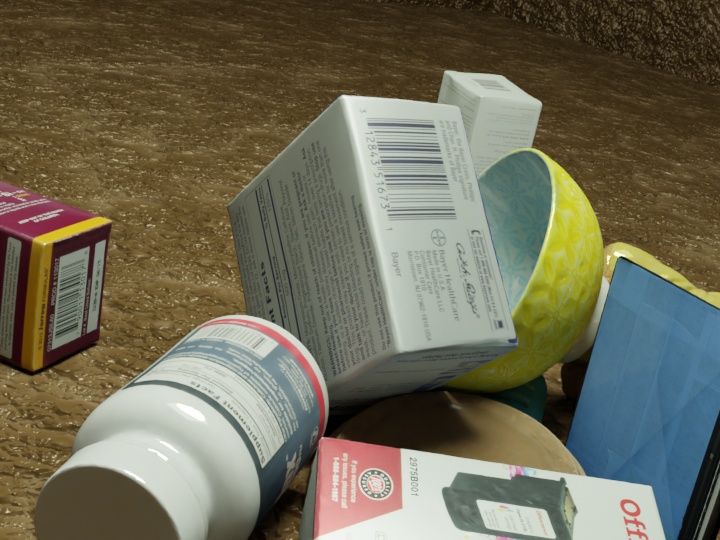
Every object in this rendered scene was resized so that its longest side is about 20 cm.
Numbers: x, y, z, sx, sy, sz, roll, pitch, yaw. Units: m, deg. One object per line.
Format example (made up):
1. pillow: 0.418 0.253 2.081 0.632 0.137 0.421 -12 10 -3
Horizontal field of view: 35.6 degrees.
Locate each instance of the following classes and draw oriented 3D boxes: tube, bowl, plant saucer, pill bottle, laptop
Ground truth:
1. tube: 0.103 0.134 0.848 0.077 0.051 0.200 5 23 15
2. bowl: 0.132 0.016 0.885 0.107 0.200 0.200 26 16 -19
3. plant saucer: 0.063 0.145 0.759 0.199 0.030 0.200 3 33 -2
4. pill bottle: -0.105 0.114 0.680 0.119 0.120 0.200 16 22 13
5. laptop: 0.180 0.117 0.722 0.116 0.188 0.200 17 22 18

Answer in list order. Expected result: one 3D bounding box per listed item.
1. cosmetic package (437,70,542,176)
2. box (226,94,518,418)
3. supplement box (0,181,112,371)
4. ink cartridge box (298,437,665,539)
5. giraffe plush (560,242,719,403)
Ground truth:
1. cosmetic package: 0.128 -0.115 1.280 0.081 0.201 0.113 2 25 -20
2. box: 0.000 0.000 0.824 0.105 0.185 0.200 -2 -18 -32
3. supplement box: -0.310 -0.011 0.907 0.199 0.111 0.086 19 22 20
4. ink cartridge box: 0.066 0.180 0.605 0.199 0.083 0.146 9 35 -6
5. giraffe plush: 0.252 0.088 0.892 0.199 0.173 0.162 -1 29 16
